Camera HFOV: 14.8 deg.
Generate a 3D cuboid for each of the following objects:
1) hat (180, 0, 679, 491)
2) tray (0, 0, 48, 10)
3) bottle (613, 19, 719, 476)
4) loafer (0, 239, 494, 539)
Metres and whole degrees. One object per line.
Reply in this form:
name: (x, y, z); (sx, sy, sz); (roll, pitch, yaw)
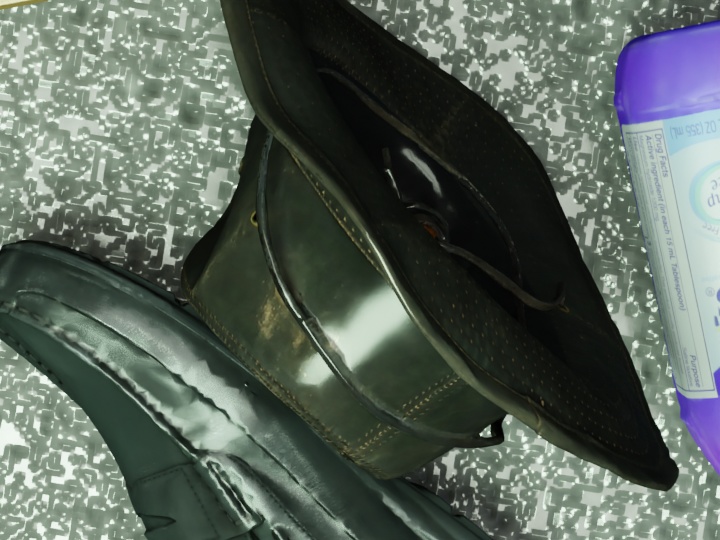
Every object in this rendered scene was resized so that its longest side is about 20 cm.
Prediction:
hat: (0.000, 0.000, 0.758); (0.081, 0.201, 0.201); (-41, 95, 16)
tray: (-0.129, -0.122, 0.809); (0.199, 0.037, 0.099); (-11, 94, -4)
bottle: (0.132, 0.022, 0.818); (0.083, 0.065, 0.201); (-12, 94, -2)
loafer: (-0.035, 0.068, 0.807); (0.200, 0.068, 0.071); (39, 75, -8)
